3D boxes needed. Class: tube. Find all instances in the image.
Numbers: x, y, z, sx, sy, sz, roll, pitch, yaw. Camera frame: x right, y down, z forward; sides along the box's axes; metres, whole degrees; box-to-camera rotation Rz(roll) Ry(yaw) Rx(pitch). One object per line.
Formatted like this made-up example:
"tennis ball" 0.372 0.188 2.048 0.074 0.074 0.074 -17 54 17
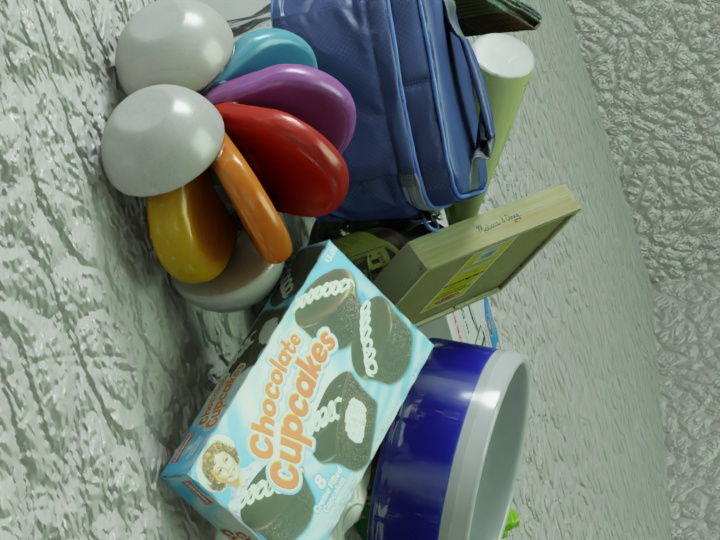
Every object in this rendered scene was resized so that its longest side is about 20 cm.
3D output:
"tube" 0.092 -0.102 1.442 0.058 0.052 0.200 -49 164 -37

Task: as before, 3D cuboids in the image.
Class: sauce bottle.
"sauce bottle" 0.000 0.000 1.425 0.200 0.065 0.065 -22 101 -46

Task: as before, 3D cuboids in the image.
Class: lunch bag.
"lunch bag" 0.027 -0.125 1.321 0.136 0.132 0.201 -21 99 -73

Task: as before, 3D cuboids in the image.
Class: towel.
"towel" 0.034 -0.242 1.418 0.199 0.147 0.022 27 84 -24

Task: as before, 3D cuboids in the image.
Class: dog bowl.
"dog bowl" 0.072 0.156 1.401 0.200 0.078 0.201 12 90 -76

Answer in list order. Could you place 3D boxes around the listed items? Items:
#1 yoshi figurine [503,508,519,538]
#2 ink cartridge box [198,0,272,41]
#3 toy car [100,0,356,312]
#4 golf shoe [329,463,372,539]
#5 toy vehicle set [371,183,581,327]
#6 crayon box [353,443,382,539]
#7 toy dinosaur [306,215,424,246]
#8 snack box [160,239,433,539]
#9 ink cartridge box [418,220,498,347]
"yoshi figurine" 0.100 0.254 1.683 0.200 0.111 0.113 -40 124 -70
"ink cartridge box" -0.069 -0.162 1.408 0.144 0.083 0.201 26 53 -70
"toy car" -0.076 -0.085 1.196 0.175 0.149 0.201 62 22 -45
"golf shoe" -0.047 0.192 1.286 0.091 0.075 0.201 42 34 -31
"toy vehicle set" 0.077 -0.002 1.411 0.200 0.124 0.027 -21 70 -45
"crayon box" 0.019 0.138 1.493 0.119 0.058 0.200 -68 148 -31
"toy dinosaur" 0.007 -0.049 1.521 0.102 0.200 0.077 54 -14 -13
"snack box" -0.038 0.092 1.195 0.116 0.037 0.200 45 58 -24
"ink cartridge box" 0.071 0.053 1.760 0.200 0.084 0.147 -66 142 -66
